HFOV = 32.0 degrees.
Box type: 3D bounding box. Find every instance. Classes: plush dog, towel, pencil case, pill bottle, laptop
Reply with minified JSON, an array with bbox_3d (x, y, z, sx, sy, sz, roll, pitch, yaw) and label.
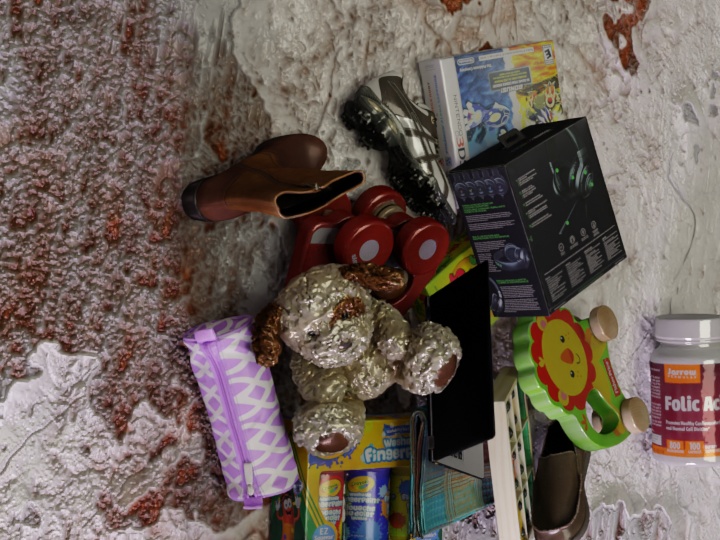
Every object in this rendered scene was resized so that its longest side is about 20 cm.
[{"bbox_3d":[-0.019,0.064,1.297,0.199,0.161,0.172,-31,128,-1],"label":"plush dog"},{"bbox_3d":[0.111,0.218,1.449,0.200,0.022,0.147,-3,94,-59],"label":"towel"},{"bbox_3d":[-0.126,0.147,1.309,0.085,0.084,0.201,-35,111,-66],"label":"pencil case"},{"bbox_3d":[0.459,0.163,1.734,0.114,0.114,0.201,-4,93,-37],"label":"pill bottle"},{"bbox_3d":[0.133,0.115,1.365,0.200,0.115,0.188,30,55,-54],"label":"laptop"}]

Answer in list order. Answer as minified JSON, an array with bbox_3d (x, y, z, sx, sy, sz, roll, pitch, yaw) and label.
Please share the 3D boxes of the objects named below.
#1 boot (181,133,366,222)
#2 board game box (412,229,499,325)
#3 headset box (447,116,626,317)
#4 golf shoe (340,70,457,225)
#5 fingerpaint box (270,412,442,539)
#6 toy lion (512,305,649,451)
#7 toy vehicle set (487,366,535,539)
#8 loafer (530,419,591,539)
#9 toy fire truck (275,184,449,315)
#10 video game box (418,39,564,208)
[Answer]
[{"bbox_3d":[-0.064,-0.101,1.282,0.188,0.200,0.069,-19,102,-35],"label":"boot"},{"bbox_3d":[0.150,0.003,1.540,0.200,0.048,0.102,-41,114,-29],"label":"board game box"},{"bbox_3d":[0.211,-0.071,1.489,0.174,0.093,0.201,-32,109,-40],"label":"headset box"},{"bbox_3d":[0.068,-0.143,1.459,0.095,0.078,0.200,-50,119,-26],"label":"golf shoe"},{"bbox_3d":[0.001,0.247,1.415,0.199,0.073,0.168,4,88,-38],"label":"fingerpaint box"},{"bbox_3d":[0.268,0.134,1.580,0.191,0.069,0.201,-16,85,-49],"label":"toy lion"},{"bbox_3d":[0.186,0.231,1.532,0.124,0.026,0.201,-44,128,-66],"label":"toy vehicle set"},{"bbox_3d":[0.242,0.261,1.564,0.071,0.073,0.200,62,25,-29],"label":"loafer"},{"bbox_3d":[0.000,0.000,1.405,0.199,0.112,0.169,1,116,-38],"label":"toy fire truck"},{"bbox_3d":[0.171,-0.183,1.556,0.199,0.047,0.183,-16,103,-36],"label":"video game box"}]
